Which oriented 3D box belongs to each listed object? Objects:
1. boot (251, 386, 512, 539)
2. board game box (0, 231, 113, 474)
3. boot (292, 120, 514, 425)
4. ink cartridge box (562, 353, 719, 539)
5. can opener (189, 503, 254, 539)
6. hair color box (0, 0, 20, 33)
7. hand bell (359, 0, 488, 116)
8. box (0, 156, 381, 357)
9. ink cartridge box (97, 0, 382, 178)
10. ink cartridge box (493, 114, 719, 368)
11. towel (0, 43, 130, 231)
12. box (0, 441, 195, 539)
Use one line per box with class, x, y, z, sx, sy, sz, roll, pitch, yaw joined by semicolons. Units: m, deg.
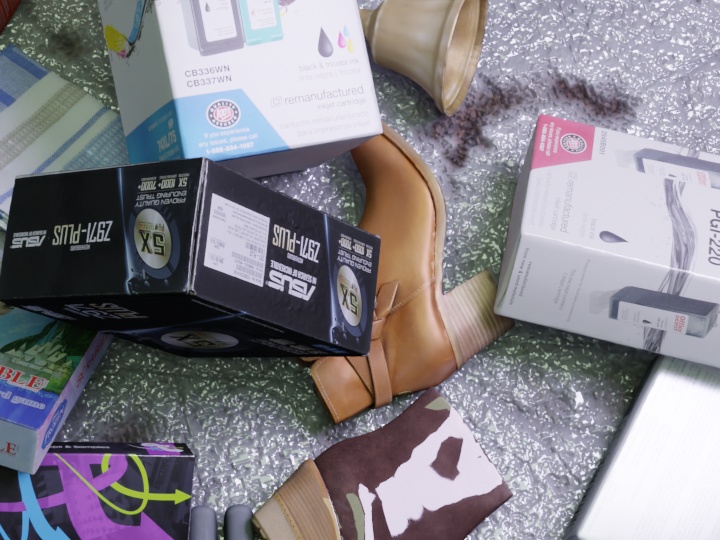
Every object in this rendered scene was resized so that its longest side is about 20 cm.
boot;0.039;0.199;1.143;0.166;0.072;0.201;-31;79;-13
board game box;-0.278;0.037;1.136;0.199;0.041;0.200;16;32;2
boot;0.000;0.000;1.210;0.155;0.077;0.201;-29;83;-6
ink cartridge box;0.266;0.169;1.180;0.199;0.047;0.161;30;74;1
can opener;-0.095;0.259;1.130;0.052;0.067;0.201;-1;64;-6
hair color box;-0.314;-0.222;1.264;0.101;0.061;0.201;26;73;6
hand bell;-0.012;-0.192;1.266;0.199;0.104;0.105;16;73;16
box;-0.108;-0.001;1.098;0.163;0.200;0.087;-2;76;33
ink cartridge box;-0.092;-0.170;1.164;0.146;0.146;0.202;-11;88;-21
ink cartridge box;0.207;-0.019;1.182;0.199;0.085;0.146;14;42;0
towel;-0.220;-0.078;1.216;0.199;0.024;0.147;34;51;9
box;-0.213;0.186;1.102;0.198;0.036;0.144;2;97;-17
